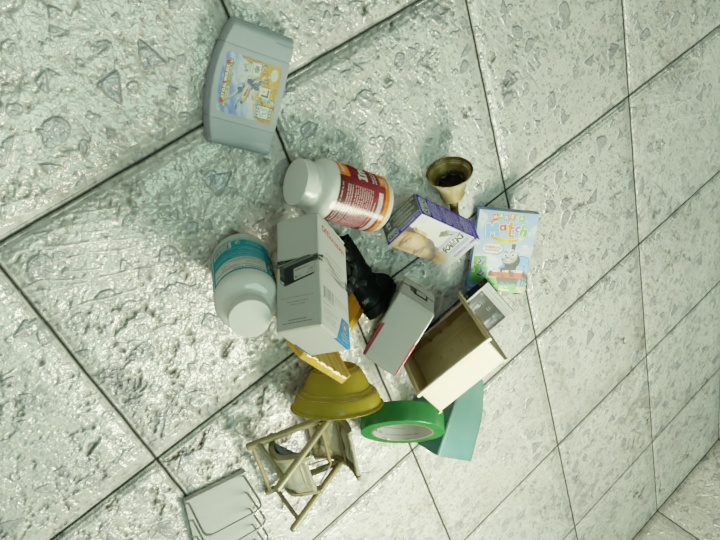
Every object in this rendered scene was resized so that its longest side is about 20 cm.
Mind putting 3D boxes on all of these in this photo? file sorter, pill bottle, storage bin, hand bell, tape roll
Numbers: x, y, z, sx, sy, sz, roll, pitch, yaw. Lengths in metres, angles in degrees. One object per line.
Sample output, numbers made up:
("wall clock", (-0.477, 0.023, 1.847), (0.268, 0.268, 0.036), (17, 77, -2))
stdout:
("file sorter", (-0.268, 0.555, 1.246), (0.137, 0.124, 0.204), (-19, 118, -29))
("pill bottle", (-0.197, 0.027, 1.020), (0.108, 0.201, 0.113), (-7, 122, -12))
("storage bin", (0.198, 0.179, 1.353), (0.199, 0.200, 0.094), (-41, 122, 10))
("hand bell", (0.210, -0.143, 1.349), (0.103, 0.104, 0.202), (-36, 138, -19))
("pill bottle", (-0.041, -0.145, 1.131), (0.197, 0.112, 0.115), (10, 103, -39))
("tape roll", (0.097, 0.356, 1.393), (0.199, 0.198, 0.049), (27, 52, -39))

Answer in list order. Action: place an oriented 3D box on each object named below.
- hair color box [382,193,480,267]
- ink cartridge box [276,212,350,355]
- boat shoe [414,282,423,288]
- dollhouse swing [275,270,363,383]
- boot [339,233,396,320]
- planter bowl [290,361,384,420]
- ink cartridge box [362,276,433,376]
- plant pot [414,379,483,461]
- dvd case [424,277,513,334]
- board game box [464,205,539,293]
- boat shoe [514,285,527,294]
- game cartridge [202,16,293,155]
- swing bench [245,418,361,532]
("hair color box", (0.156, -0.082, 1.304), (0.198, 0.066, 0.109), (19, 132, -38))
("ink cartridge box", (-0.080, 0.026, 1.032), (0.145, 0.082, 0.204), (51, 32, -60))
("boat shoe", (0.088, 0.122, 1.372), (0.203, 0.070, 0.064), (-62, 166, 0))
("dollhouse swing", (-0.065, 0.082, 1.168), (0.199, 0.175, 0.183), (39, 84, -38))
("boot", (-0.001, 0.000, 1.227), (0.073, 0.199, 0.164), (-33, 99, 15))
("planter bowl", (-0.050, 0.239, 1.245), (0.197, 0.199, 0.085), (-6, 96, -34))
("ink cartridge box", (0.083, 0.108, 1.227), (0.082, 0.200, 0.147), (31, 100, 2))
("plant pot", (0.225, 0.352, 1.517), (0.140, 0.140, 0.204), (22, 87, -39))
("dvd case", (0.270, 0.125, 1.486), (0.199, 0.025, 0.150), (-42, 129, 10))
("board game box", (0.343, -0.049, 1.457), (0.148, 0.037, 0.204), (4, 108, -3))
("boat shoe", (0.388, -0.047, 1.526), (0.075, 0.073, 0.207), (-45, 130, -61))
("game cartridge", (-0.194, -0.307, 1.006), (0.131, 0.041, 0.204), (4, 106, -41))
("swing bench", (-0.112, 0.408, 1.275), (0.198, 0.129, 0.201), (-31, 138, -24))
